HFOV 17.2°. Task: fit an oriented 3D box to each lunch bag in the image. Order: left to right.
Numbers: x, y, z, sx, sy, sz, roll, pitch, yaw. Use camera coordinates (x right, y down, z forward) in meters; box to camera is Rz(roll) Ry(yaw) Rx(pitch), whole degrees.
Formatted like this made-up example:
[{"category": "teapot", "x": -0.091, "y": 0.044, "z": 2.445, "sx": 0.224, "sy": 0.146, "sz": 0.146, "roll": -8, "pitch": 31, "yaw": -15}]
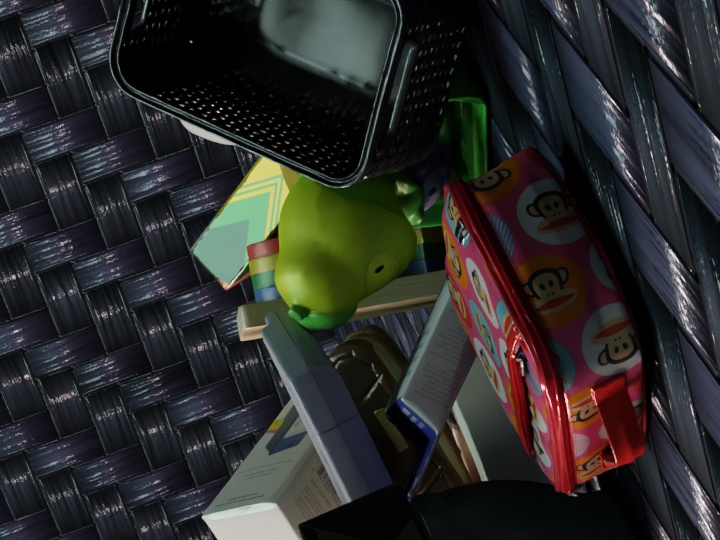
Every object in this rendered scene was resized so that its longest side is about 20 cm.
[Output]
[{"category": "lunch bag", "x": 0.117, "y": 0.041, "z": 1.400, "sx": 0.200, "sy": 0.082, "sz": 0.176, "roll": 75, "pitch": 170, "yaw": -61}]

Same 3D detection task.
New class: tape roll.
[{"category": "tape roll", "x": 0.120, "y": 0.150, "z": 1.845, "sx": 0.202, "sy": 0.071, "sz": 0.202, "roll": 160, "pitch": 90, "yaw": -85}]

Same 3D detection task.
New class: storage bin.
[{"category": "storage bin", "x": -0.045, "y": -0.151, "z": 1.506, "sx": 0.200, "sy": 0.094, "sz": 0.135, "roll": 25, "pitch": 114, "yaw": 25}]

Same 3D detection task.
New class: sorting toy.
[{"category": "sorting toy", "x": 0.000, "y": 0.000, "z": 1.853, "sx": 0.199, "sy": 0.200, "sz": 0.070, "roll": 131, "pitch": 129, "yaw": -85}]

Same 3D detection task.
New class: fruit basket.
[{"category": "fruit basket", "x": 0.013, "y": -0.058, "z": 1.654, "sx": 0.216, "sy": 0.155, "sz": 0.216, "roll": -6, "pitch": -90, "yaw": -89}]

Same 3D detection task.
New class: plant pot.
[{"category": "plant pot", "x": 0.131, "y": 0.229, "z": 1.652, "sx": 0.200, "sy": 0.134, "sz": 0.200, "roll": 161, "pitch": 90, "yaw": -86}]

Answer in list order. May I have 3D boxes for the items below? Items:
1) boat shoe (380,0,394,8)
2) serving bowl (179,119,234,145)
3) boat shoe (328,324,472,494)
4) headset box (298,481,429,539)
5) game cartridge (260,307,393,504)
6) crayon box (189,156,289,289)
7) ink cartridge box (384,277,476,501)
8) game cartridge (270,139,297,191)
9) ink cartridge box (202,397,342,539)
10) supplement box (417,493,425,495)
[{"category": "boat shoe", "x": 0.005, "y": -0.253, "z": 1.548, "sx": 0.067, "sy": 0.074, "sz": 0.200, "roll": -16, "pitch": -112, "yaw": -55}, {"category": "serving bowl", "x": -0.057, "y": -0.179, "z": 1.843, "sx": 0.066, "sy": 0.200, "sz": 0.200, "roll": 30, "pitch": 159, "yaw": 20}, {"category": "boat shoe", "x": 0.048, "y": 0.132, "z": 1.860, "sx": 0.200, "sy": 0.072, "sz": 0.076, "roll": 65, "pitch": -151, "yaw": -11}, {"category": "headset box", "x": 0.036, "y": 0.261, "z": 1.556, "sx": 0.200, "sy": 0.077, "sz": 0.149, "roll": 73, "pitch": 172, "yaw": -46}, {"category": "game cartridge", "x": -0.007, "y": 0.132, "z": 1.651, "sx": 0.133, "sy": 0.040, "sz": 0.200, "roll": -118, "pitch": 3, "yaw": -66}, {"category": "crayon box", "x": -0.042, "y": -0.079, "z": 1.929, "sx": 0.051, "sy": 0.127, "sz": 0.200, "roll": 48, "pitch": 132, "yaw": 9}, {"category": "ink cartridge box", "x": 0.055, "y": 0.061, "z": 1.630, "sx": 0.200, "sy": 0.041, "sz": 0.200, "roll": 108, "pitch": -174, "yaw": -82}, {"category": "game cartridge", "x": -0.019, "y": -0.157, "z": 1.787, "sx": 0.176, "sy": 0.032, "sz": 0.200, "roll": -58, "pitch": -36, "yaw": -38}, {"category": "ink cartridge box", "x": -0.015, "y": 0.181, "z": 1.887, "sx": 0.145, "sy": 0.087, "sz": 0.200, "roll": 57, "pitch": -137, "yaw": -19}, {"category": "supplement box", "x": 0.007, "y": 0.253, "z": 1.733, "sx": 0.069, "sy": 0.067, "sz": 0.200, "roll": 59, "pitch": -138, "yaw": -29}]
